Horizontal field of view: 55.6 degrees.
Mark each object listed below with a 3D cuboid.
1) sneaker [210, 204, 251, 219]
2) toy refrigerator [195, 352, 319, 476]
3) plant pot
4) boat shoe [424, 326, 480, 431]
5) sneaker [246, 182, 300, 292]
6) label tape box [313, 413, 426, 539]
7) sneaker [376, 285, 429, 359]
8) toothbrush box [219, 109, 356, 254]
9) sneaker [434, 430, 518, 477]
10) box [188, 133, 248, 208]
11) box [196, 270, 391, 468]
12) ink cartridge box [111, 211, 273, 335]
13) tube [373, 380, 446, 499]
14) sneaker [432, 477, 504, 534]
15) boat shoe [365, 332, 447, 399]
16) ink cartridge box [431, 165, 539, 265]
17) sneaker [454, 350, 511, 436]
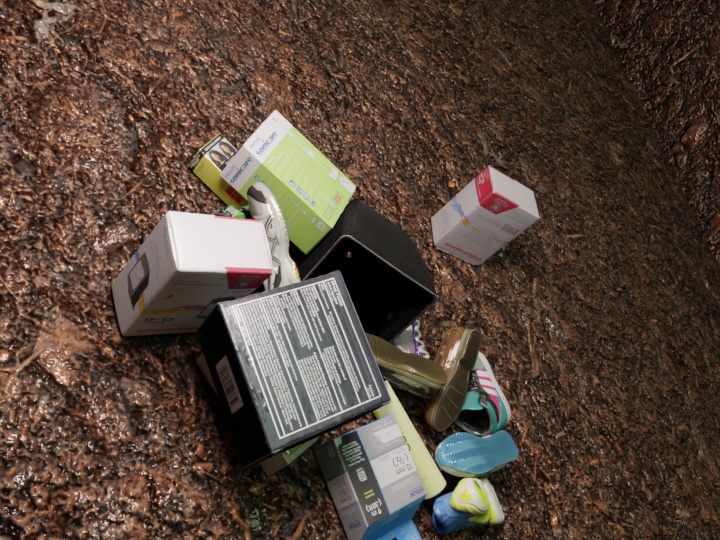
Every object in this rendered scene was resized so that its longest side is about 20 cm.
[{"bbox_3d":[-0.232,-0.064,1.080,0.078,0.086,0.198,40,36,19],"label":"sneaker"},{"bbox_3d":[-0.149,0.187,1.002,0.075,0.070,0.202,-28,82,-48],"label":"toy refrigerator"},{"bbox_3d":[0.000,0.000,1.190,0.198,0.200,0.179,33,34,-20],"label":"plant pot"},{"bbox_3d":[0.158,0.198,1.253,0.072,0.067,0.203,52,56,-39],"label":"boat shoe"},{"bbox_3d":[-0.153,-0.032,1.058,0.086,0.076,0.205,-17,92,-14],"label":"sneaker"},{"bbox_3d":[0.029,0.344,1.061,0.141,0.066,0.204,-9,67,-45],"label":"label tape box"},{"bbox_3d":[0.063,0.118,1.245,0.087,0.080,0.205,-2,65,-34],"label":"sneaker"},{"bbox_3d":[-0.120,-0.154,1.180,0.199,0.086,0.147,43,37,-13],"label":"toothbrush box"},{"bbox_3d":[0.196,0.334,1.203,0.197,0.081,0.078,10,47,-42],"label":"sneaker"},{"bbox_3d":[-0.201,-0.140,1.196,0.200,0.050,0.076,46,39,-9],"label":"box"},{"bbox_3d":[-0.093,0.133,0.941,0.195,0.123,0.204,-14,75,-34],"label":"box"},{"bbox_3d":[-0.233,0.010,0.938,0.145,0.199,0.087,0,61,-41],"label":"ink cartridge box"},{"bbox_3d":[0.072,0.283,1.145,0.203,0.057,0.052,61,7,2],"label":"tube"},{"bbox_3d":[0.176,0.402,1.160,0.200,0.103,0.077,47,19,-53],"label":"sneaker"},{"bbox_3d":[0.050,0.167,1.150,0.197,0.067,0.072,22,24,-13],"label":"boat shoe"},{"bbox_3d":[0.270,-0.115,1.500,0.145,0.199,0.087,22,48,-29],"label":"ink cartridge box"},{"bbox_3d":[0.204,0.229,1.295,0.203,0.083,0.120,58,32,4],"label":"sneaker"}]
